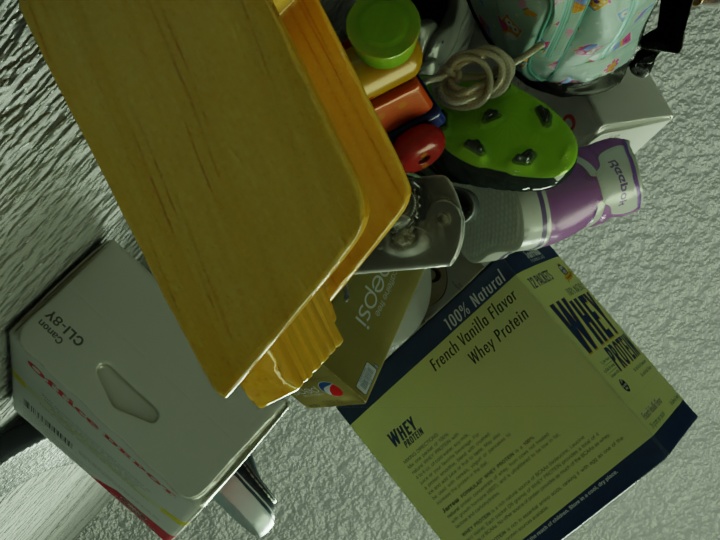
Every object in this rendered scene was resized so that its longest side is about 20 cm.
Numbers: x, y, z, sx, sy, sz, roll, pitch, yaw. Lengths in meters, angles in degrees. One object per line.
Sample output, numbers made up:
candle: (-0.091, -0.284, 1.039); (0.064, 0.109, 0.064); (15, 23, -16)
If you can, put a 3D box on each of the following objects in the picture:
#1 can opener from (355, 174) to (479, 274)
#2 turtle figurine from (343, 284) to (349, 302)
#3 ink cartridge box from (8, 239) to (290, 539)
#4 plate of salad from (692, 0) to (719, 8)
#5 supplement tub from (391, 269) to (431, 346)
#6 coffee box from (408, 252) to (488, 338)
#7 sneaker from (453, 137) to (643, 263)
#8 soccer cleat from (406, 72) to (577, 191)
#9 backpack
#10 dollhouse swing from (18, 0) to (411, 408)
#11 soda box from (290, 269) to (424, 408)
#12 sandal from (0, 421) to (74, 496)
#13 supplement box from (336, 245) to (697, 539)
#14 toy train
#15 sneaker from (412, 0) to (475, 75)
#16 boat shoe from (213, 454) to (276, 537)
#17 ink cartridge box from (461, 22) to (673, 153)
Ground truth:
can opener: (-0.027, -0.023, 0.778); (0.199, 0.054, 0.067); (-5, -176, 21)
turtle figurine: (-0.074, -0.019, 0.901); (0.149, 0.101, 0.200); (-30, -163, 1)
ink cartridge box: (-0.136, 0.083, 0.792); (0.083, 0.145, 0.200); (-48, 179, -22)
plate of salad: (0.193, -0.262, 0.818); (0.048, 0.201, 0.200); (-19, 177, -4)
supplement tub: (-0.049, 0.021, 1.077); (0.200, 0.141, 0.140); (-20, -158, 52)
coffee box: (0.027, -0.048, 1.147); (0.113, 0.200, 0.080); (-47, 176, 35)
sneaker: (0.127, -0.051, 0.878); (0.114, 0.073, 0.200); (-17, -170, -13)
soccer cleat: (0.043, -0.084, 0.795); (0.068, 0.199, 0.081); (-62, 153, -23)
backpack: (0.127, -0.201, 0.781); (0.126, 0.167, 0.200); (-30, 169, -11)
dollhouse swing: (0.009, -0.080, 0.451); (0.175, 0.182, 0.200); (-27, -179, 6)
soda box: (0.000, 0.000, 0.944); (0.068, 0.064, 0.200); (-12, -137, 48)
sandal: (-0.246, 0.123, 1.002); (0.076, 0.043, 0.200); (-55, 167, 20)
supplement box: (0.129, 0.117, 1.062); (0.200, 0.200, 0.134); (-44, 169, 22)
toy train: (0.018, -0.111, 0.691); (0.199, 0.085, 0.116); (-28, 162, -9)
sneaker: (0.024, -0.131, 0.878); (0.099, 0.078, 0.201); (67, 36, -73)
boat shoe: (-0.106, 0.096, 0.949); (0.091, 0.200, 0.071); (-36, 161, -16)
ink cartridge box: (0.124, -0.152, 0.975); (0.083, 0.201, 0.147); (-12, 158, -35)
